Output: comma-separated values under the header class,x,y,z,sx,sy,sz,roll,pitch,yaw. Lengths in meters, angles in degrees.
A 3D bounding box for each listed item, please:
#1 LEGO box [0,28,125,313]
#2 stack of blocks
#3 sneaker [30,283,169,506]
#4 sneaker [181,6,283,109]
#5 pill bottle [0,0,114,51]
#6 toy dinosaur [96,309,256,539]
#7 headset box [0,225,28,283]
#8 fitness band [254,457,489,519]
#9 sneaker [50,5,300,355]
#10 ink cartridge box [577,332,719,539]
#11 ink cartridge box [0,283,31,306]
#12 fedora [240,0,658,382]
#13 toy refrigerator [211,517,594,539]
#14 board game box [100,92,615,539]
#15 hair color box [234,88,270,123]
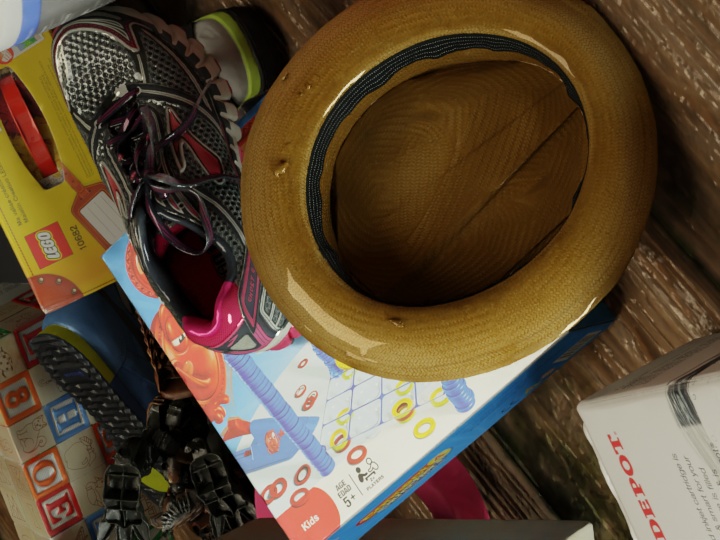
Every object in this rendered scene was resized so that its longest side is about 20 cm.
class,x,y,z,sx,sy,sz,roll,pitch,yaw
LEGO box,-0.193,-0.093,1.528,0.149,0.077,0.201,-123,8,-77
stack of blocks,-0.191,0.113,1.787,0.058,0.115,0.201,12,125,55
sneaker,-0.135,0.086,1.744,0.066,0.079,0.200,-5,129,45
sneaker,-0.116,-0.098,1.511,0.072,0.083,0.200,60,152,5
pill bottle,-0.127,-0.196,1.320,0.114,0.200,0.114,41,146,35
toy dinosaur,-0.112,0.113,1.663,0.102,0.136,0.200,-29,110,22
headset box,-0.227,-0.086,1.700,0.200,0.093,0.175,2,116,58
fitness band,0.012,0.163,1.516,0.143,0.037,0.201,7,128,31
sneaker,-0.093,-0.049,1.310,0.081,0.075,0.200,-42,74,26
ink cartridge box,0.203,0.094,1.139,0.200,0.084,0.145,-19,98,61
ink cartridge box,-0.294,-0.033,1.869,0.201,0.083,0.146,63,152,-1
fedora,0.046,-0.040,1.231,0.201,0.200,0.082,55,-174,14
toy refrigerator,0.021,0.174,1.409,0.199,0.076,0.070,-2,96,23
board game box,-0.006,0.009,1.340,0.200,0.056,0.196,-43,74,25
hair color box,0.000,0.000,1.425,0.200,0.060,0.100,54,151,14
